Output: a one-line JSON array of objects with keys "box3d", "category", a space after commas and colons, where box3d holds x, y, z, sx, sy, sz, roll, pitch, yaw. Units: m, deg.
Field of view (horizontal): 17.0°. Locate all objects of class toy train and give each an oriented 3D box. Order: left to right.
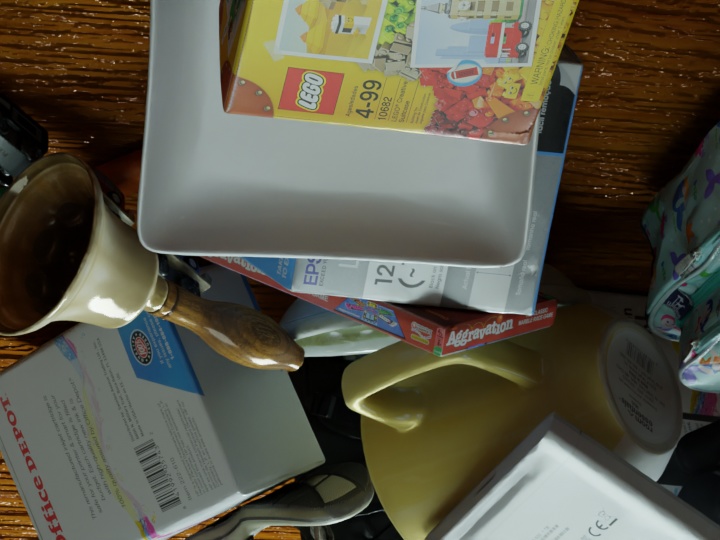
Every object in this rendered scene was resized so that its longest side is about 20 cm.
[{"box3d": [-0.155, -0.036, 1.371, 0.034, 0.046, 0.200, -32, 126, 21], "category": "toy train"}]

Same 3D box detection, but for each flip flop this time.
[{"box3d": [-0.053, 0.171, 1.539, 0.081, 0.058, 0.200, -22, 175, -41], "category": "flip flop"}]

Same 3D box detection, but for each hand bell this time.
[{"box3d": [-0.105, 0.018, 1.350, 0.104, 0.104, 0.200, -25, 143, 38], "category": "hand bell"}]

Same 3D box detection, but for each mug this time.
[{"box3d": [0.095, 0.094, 1.414, 0.153, 0.150, 0.187, -23, 177, 35], "category": "mug"}]

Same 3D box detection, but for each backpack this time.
[{"box3d": [0.053, 0.135, 1.651, 0.200, 0.163, 0.154, -4, 162, -8], "category": "backpack"}, {"box3d": [0.261, -0.016, 1.360, 0.177, 0.151, 0.200, 6, 147, -13], "category": "backpack"}]

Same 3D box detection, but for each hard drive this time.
[{"box3d": [0.150, 0.178, 1.378, 0.200, 0.027, 0.132, 35, 125, -9], "category": "hard drive"}]

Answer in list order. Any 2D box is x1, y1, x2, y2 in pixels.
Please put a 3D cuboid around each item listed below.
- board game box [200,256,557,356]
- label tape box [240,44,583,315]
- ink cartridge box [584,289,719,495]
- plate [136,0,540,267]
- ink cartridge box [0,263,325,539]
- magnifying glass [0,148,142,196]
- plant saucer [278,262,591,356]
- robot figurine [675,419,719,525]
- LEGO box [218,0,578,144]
[{"box3d": [0.000, 0.000, 1.349, 0.200, 0.019, 0.103, 22, -157, 35], "category": "board game box"}, {"box3d": [0.003, -0.060, 1.264, 0.200, 0.066, 0.143, 5, 110, -14], "category": "label tape box"}, {"box3d": [0.211, 0.100, 1.574, 0.200, 0.146, 0.083, 6, 153, -14], "category": "ink cartridge box"}, {"box3d": [-0.007, -0.102, 1.196, 0.199, 0.032, 0.200, 2, 111, -8], "category": "plate"}, {"box3d": [-0.138, 0.098, 1.548, 0.200, 0.145, 0.085, -28, 173, 42], "category": "ink cartridge box"}, {"box3d": [-0.189, -0.038, 1.434, 0.200, 0.022, 0.080, -17, 149, 32], "category": "magnifying glass"}, {"box3d": [0.039, 0.014, 1.471, 0.200, 0.050, 0.200, -7, 172, -1], "category": "plant saucer"}, {"box3d": [0.263, 0.158, 1.429, 0.150, 0.125, 0.200, 17, 147, -36], "category": "robot figurine"}, {"box3d": [0.026, -0.160, 1.076, 0.149, 0.077, 0.200, 5, 135, -11], "category": "LEGO box"}]
